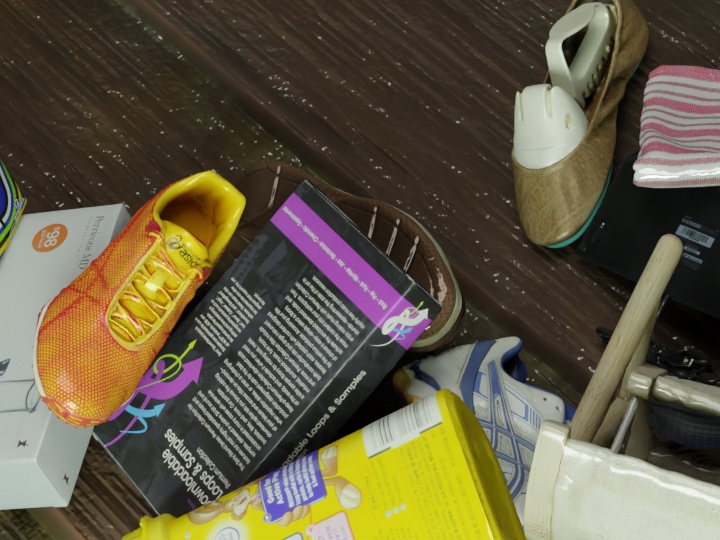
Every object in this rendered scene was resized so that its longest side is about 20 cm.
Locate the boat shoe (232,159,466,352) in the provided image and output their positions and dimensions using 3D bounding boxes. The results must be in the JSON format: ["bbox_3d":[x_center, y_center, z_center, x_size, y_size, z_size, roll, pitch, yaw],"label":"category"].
[{"bbox_3d":[0.004,-0.005,1.746,0.075,0.075,0.202,-52,47,0],"label":"boat shoe"}]

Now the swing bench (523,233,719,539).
[{"bbox_3d":[0.207,0.109,1.512,0.198,0.130,0.200,20,40,15],"label":"swing bench"}]

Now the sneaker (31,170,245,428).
[{"bbox_3d":[-0.132,0.010,1.694,0.073,0.077,0.200,37,47,-12],"label":"sneaker"}]

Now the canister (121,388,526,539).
[{"bbox_3d":[-0.013,0.166,1.534,0.199,0.087,0.149,-26,54,10],"label":"canister"}]

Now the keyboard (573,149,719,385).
[{"bbox_3d":[0.189,0.005,1.686,0.128,0.021,0.200,-61,32,-1],"label":"keyboard"}]

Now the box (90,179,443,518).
[{"bbox_3d":[-0.057,0.059,1.668,0.200,0.036,0.143,-48,39,2],"label":"box"}]

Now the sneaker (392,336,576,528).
[{"bbox_3d":[0.092,0.108,1.630,0.088,0.075,0.200,-23,49,-8],"label":"sneaker"}]

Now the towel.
[{"bbox_3d":[0.240,-0.094,1.746,0.145,0.030,0.200,-4,19,10],"label":"towel"}]

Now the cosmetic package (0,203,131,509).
[{"bbox_3d":[-0.224,0.054,1.753,0.150,0.052,0.201,-4,48,22],"label":"cosmetic package"}]

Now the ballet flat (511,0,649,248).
[{"bbox_3d":[0.132,-0.108,1.809,0.068,0.072,0.201,-2,48,33],"label":"ballet flat"}]

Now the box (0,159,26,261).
[{"bbox_3d":[-0.272,0.013,1.733,0.070,0.064,0.201,-4,48,27],"label":"box"}]
